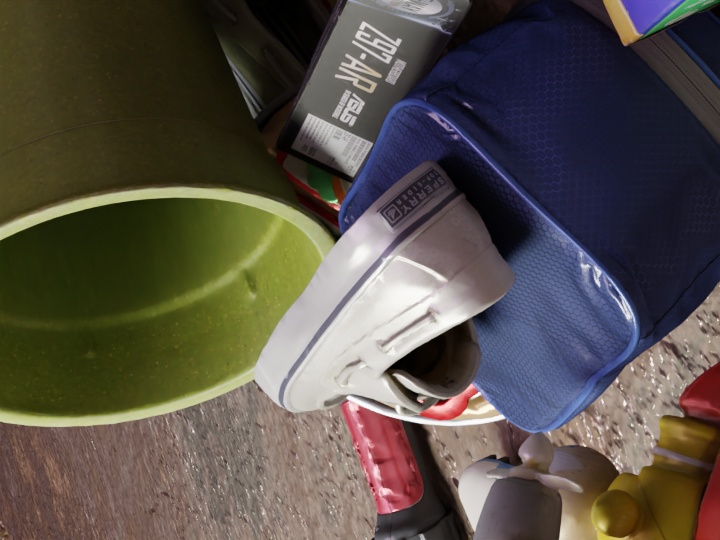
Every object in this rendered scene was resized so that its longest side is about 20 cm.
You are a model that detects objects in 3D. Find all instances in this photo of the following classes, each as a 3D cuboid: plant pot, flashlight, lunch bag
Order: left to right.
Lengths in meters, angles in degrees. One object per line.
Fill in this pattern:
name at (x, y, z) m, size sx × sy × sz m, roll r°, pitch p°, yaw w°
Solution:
plant pot at (-0.124, -0.060, 1.053) m, size 0.200 × 0.199 × 0.191 m, roll 101°, pitch 158°, yaw -58°
flashlight at (0.007, 0.101, 1.387) m, size 0.068 × 0.067 × 0.201 m, roll -178°, pitch 68°, yaw -75°
lunch bag at (0.088, -0.035, 0.924) m, size 0.136 × 0.132 × 0.200 m, roll 46°, pitch 160°, yaw 4°

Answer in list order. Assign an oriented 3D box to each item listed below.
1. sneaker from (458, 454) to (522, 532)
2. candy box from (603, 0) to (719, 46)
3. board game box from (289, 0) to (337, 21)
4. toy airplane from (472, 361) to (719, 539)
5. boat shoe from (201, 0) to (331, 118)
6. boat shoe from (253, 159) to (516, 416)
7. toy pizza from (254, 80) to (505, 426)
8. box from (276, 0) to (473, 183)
sneaker at (0.101, 0.179, 1.214) m, size 0.200 × 0.072 × 0.072 m, roll 55°, pitch 159°, yaw 36°
candy box at (0.116, -0.191, 0.753) m, size 0.170 × 0.077 × 0.200 m, roll 65°, pitch 162°, yaw 6°
board game box at (-0.033, -0.155, 1.227) m, size 0.200 × 0.056 × 0.196 m, roll 56°, pitch 158°, yaw 31°
toy airplane at (0.114, 0.131, 0.931) m, size 0.141 × 0.199 × 0.201 m, roll 38°, pitch 149°, yaw 36°
boat shoe at (-0.054, -0.138, 1.137) m, size 0.200 × 0.072 × 0.062 m, roll 54°, pitch 139°, yaw 17°
boat shoe at (0.013, 0.026, 0.904) m, size 0.070 × 0.071 × 0.200 m, roll 48°, pitch 153°, yaw 7°
toy pizza at (0.023, -0.005, 1.091) m, size 0.199 × 0.032 × 0.201 m, roll 10°, pitch 124°, yaw 16°
box at (0.029, -0.143, 0.934) m, size 0.043 × 0.161 × 0.200 m, roll 24°, pitch 157°, yaw -4°
